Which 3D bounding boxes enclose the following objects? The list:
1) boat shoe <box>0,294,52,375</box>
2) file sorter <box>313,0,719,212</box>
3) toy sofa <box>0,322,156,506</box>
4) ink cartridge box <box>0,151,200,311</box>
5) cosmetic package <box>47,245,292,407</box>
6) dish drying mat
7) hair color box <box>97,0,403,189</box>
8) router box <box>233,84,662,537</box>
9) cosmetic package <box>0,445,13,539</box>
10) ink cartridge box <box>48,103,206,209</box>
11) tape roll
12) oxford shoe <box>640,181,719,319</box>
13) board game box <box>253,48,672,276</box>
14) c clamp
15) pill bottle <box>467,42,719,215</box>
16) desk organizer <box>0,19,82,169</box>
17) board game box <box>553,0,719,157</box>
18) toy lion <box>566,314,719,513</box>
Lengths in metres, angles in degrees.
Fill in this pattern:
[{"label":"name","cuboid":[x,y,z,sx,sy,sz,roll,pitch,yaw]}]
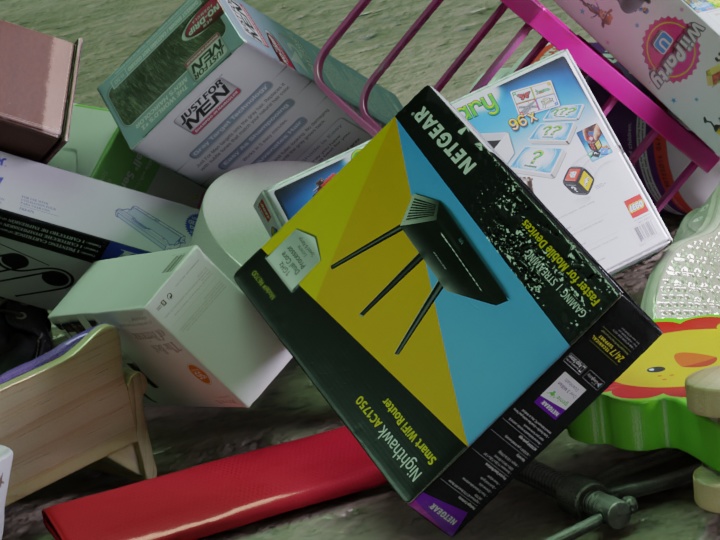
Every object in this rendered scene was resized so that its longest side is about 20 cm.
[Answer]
[{"label":"boat shoe","cuboid":[-0.220,0.040,1.836,0.070,0.066,0.200,-11,17,1]},{"label":"file sorter","cuboid":[0.089,-0.097,1.794,0.125,0.200,0.139,-50,44,6]},{"label":"toy sofa","cuboid":[-0.212,0.098,1.595,0.083,0.098,0.200,8,26,45]},{"label":"ink cartridge box","cuboid":[-0.172,-0.015,1.786,0.200,0.094,0.044,16,55,-16]},{"label":"cosmetic package","cuboid":[-0.109,0.035,1.665,0.051,0.083,0.200,-51,14,-15]},{"label":"dish drying mat","cuboid":[-0.065,0.119,1.573,0.200,0.018,0.077,-15,18,-15]},{"label":"hair color box","cuboid":[-0.057,-0.092,1.824,0.099,0.200,0.061,-43,53,16]},{"label":"router box","cuboid":[0.041,0.018,1.512,0.149,0.051,0.200,-45,46,5]},{"label":"cosmetic package","cuboid":[-0.281,0.114,1.469,0.200,0.102,0.074,15,16,18]},{"label":"ink cartridge box","cuboid":[-0.124,-0.029,1.893,0.117,0.200,0.067,13,72,53]},{"label":"tape roll","cuboid":[0.000,0.000,1.730,0.202,0.037,0.203,15,26,-8]},{"label":"oxford shoe","cuboid":[0.199,0.009,1.702,0.058,0.075,0.200,-42,7,33]},{"label":"board game box","cuboid":[0.057,-0.026,1.643,0.200,0.126,0.035,-25,-9,-17]},{"label":"c clamp","cuboid":[0.103,0.093,1.533,0.171,0.027,0.200,-17,19,-19]},{"label":"pill bottle","cuboid":[0.168,-0.095,1.948,0.200,0.113,0.112,4,23,40]},{"label":"desk organizer","cuboid":[-0.246,-0.080,1.812,0.077,0.072,0.200,17,-29,-22]},{"label":"board game box","cuboid":[0.214,-0.150,1.809,0.200,0.064,0.147,44,31,19]},{"label":"toy lion","cuboid":[0.203,0.056,1.505,0.200,0.069,0.192,-11,16,-17]}]
